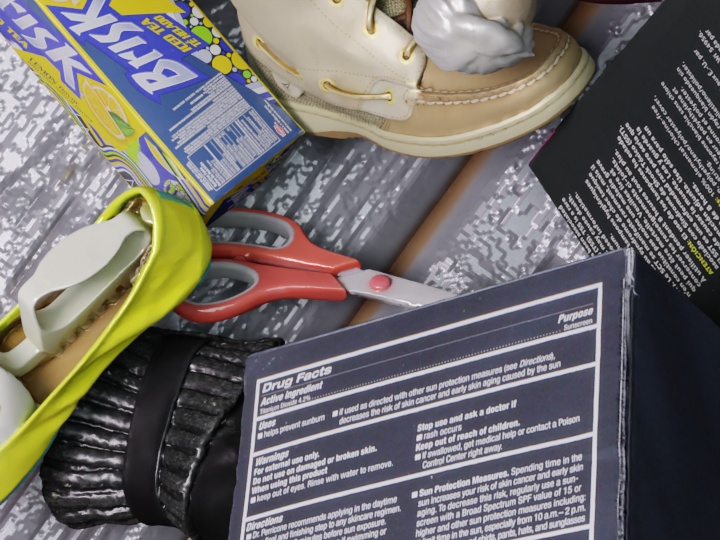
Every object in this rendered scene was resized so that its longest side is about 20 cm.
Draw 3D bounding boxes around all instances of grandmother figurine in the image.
[{"bbox_3d":[0.097,-0.160,1.051,0.121,0.061,0.200,41,105,-1],"label":"grandmother figurine"}]

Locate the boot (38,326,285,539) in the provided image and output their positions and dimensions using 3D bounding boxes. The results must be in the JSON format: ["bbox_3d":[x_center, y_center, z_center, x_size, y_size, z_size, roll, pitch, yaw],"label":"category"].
[{"bbox_3d":[-0.079,0.119,1.175,0.158,0.079,0.211,1,55,13],"label":"boot"}]

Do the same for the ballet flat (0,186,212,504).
[{"bbox_3d":[-0.152,0.036,1.160,0.200,0.067,0.067,-46,61,-4],"label":"ballet flat"}]

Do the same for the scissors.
[{"bbox_3d":[0.000,0.000,1.211,0.200,0.014,0.073,2,45,11],"label":"scissors"}]

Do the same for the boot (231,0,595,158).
[{"bbox_3d":[0.002,-0.135,1.140,0.073,0.200,0.155,-45,125,-29],"label":"boot"}]

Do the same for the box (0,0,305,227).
[{"bbox_3d":[-0.121,-0.114,1.213,0.064,0.070,0.200,-39,87,-24],"label":"box"}]

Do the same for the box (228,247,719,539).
[{"bbox_3d":[0.054,0.122,1.025,0.200,0.123,0.198,-16,54,33],"label":"box"}]

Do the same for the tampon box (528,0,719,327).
[{"bbox_3d":[0.200,-0.070,1.091,0.150,0.200,0.126,-21,72,-36],"label":"tampon box"}]
